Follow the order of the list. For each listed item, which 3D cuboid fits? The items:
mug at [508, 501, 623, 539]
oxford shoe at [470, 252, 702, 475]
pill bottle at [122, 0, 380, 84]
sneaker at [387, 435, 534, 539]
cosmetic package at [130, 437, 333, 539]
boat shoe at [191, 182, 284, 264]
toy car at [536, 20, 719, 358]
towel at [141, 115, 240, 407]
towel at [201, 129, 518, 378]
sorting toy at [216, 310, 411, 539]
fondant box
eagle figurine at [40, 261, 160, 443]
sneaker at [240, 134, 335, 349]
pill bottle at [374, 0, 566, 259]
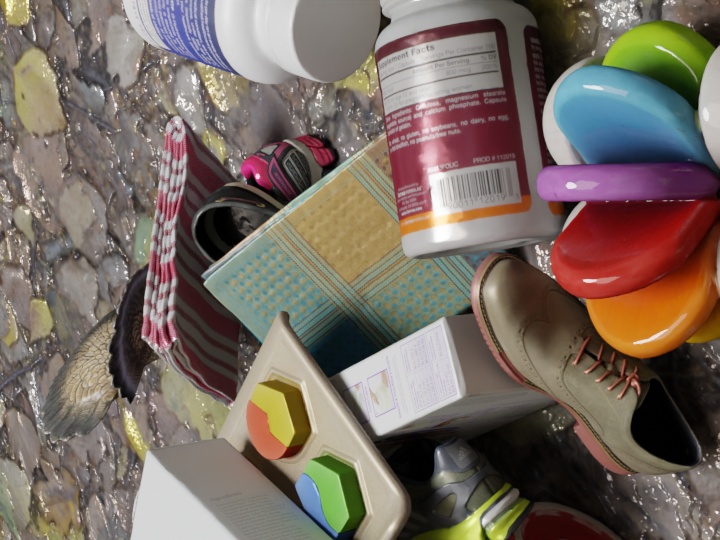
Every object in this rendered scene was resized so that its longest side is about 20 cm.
[{"bbox_3d":[0.134,0.282,1.115,0.134,0.176,0.201,-108,37,-58],"label":"mug"},{"bbox_3d":[0.151,0.059,0.992,0.200,0.071,0.075,43,158,-25],"label":"oxford shoe"},{"bbox_3d":[-0.083,-0.210,1.193,0.199,0.119,0.121,24,120,43],"label":"pill bottle"},{"bbox_3d":[0.043,0.162,1.103,0.081,0.074,0.200,58,144,-3],"label":"sneaker"},{"bbox_3d":[-0.077,0.210,1.064,0.200,0.074,0.102,38,122,42],"label":"cosmetic package"},{"bbox_3d":[-0.037,-0.002,1.193,0.200,0.063,0.074,26,112,4],"label":"boat shoe"},{"bbox_3d":[0.171,-0.046,0.927,0.174,0.149,0.202,3,104,49],"label":"toy car"},{"bbox_3d":[-0.124,-0.005,1.250,0.030,0.146,0.202,-5,65,18],"label":"towel"},{"bbox_3d":[0.000,0.000,1.142,0.200,0.022,0.147,-37,103,22],"label":"towel"},{"bbox_3d":[-0.053,0.160,1.103,0.200,0.036,0.186,56,133,35],"label":"sorting toy"},{"bbox_3d":[0.060,0.085,1.098,0.200,0.143,0.059,-33,67,49],"label":"fondant box"},{"bbox_3d":[-0.178,0.055,1.328,0.150,0.199,0.153,23,119,44],"label":"eagle figurine"},{"bbox_3d":[-0.072,-0.013,1.280,0.080,0.074,0.202,24,121,43],"label":"sneaker"},{"bbox_3d":[0.070,-0.114,1.042,0.114,0.114,0.202,-12,85,50],"label":"pill bottle"}]
